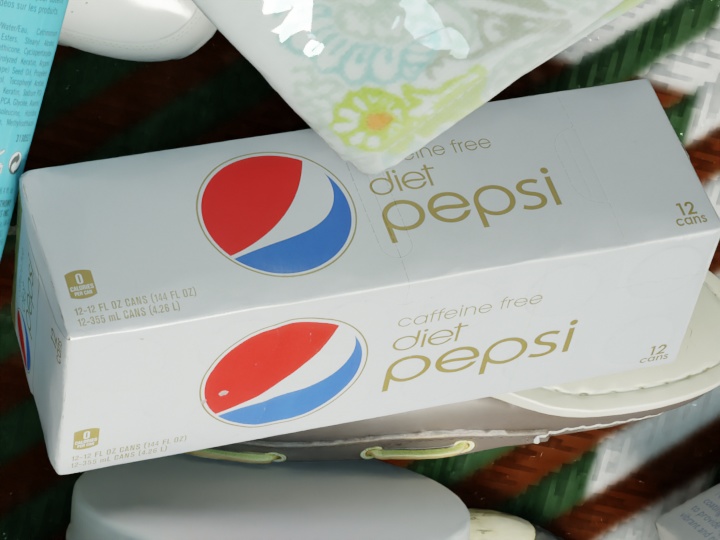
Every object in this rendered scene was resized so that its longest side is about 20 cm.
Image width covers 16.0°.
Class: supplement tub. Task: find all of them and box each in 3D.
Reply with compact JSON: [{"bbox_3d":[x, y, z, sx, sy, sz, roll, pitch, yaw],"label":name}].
[{"bbox_3d":[-0.035,0.167,0.801,0.140,0.140,0.201,2,102,-10],"label":"supplement tub"}]

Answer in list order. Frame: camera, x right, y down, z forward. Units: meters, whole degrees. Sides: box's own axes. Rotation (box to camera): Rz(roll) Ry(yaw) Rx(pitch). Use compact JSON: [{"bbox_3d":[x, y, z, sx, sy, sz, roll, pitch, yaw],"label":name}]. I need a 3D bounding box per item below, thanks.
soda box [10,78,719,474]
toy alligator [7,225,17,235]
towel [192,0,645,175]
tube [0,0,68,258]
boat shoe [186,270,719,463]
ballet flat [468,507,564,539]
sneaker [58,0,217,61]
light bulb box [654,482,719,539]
[{"bbox_3d":[0.000,0.000,0.757,0.199,0.064,0.068,-10,144,-17],"label":"soda box"},{"bbox_3d":[-0.173,-0.012,0.788,0.199,0.059,0.054,-17,64,-6],"label":"toy alligator"},{"bbox_3d":[0.006,-0.135,0.669,0.171,0.048,0.200,-33,115,22],"label":"towel"},{"bbox_3d":[-0.109,-0.086,0.718,0.077,0.050,0.201,7,103,-36],"label":"tube"},{"bbox_3d":[0.023,0.028,0.824,0.199,0.060,0.072,-2,58,-13],"label":"boat shoe"},{"bbox_3d":[0.087,0.156,0.863,0.066,0.057,0.200,-40,105,0],"label":"ballet flat"},{"bbox_3d":[-0.122,-0.126,0.757,0.200,0.081,0.077,36,92,-16],"label":"sneaker"},{"bbox_3d":[0.232,0.133,0.828,0.199,0.125,0.199,-28,113,-10],"label":"light bulb box"}]
